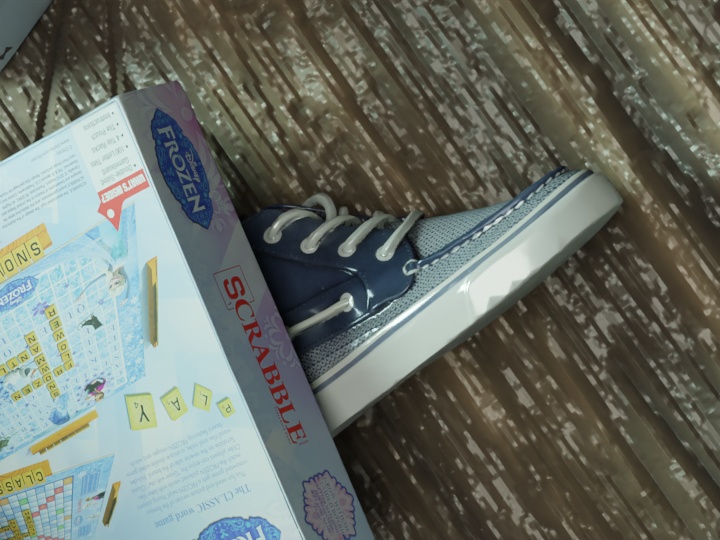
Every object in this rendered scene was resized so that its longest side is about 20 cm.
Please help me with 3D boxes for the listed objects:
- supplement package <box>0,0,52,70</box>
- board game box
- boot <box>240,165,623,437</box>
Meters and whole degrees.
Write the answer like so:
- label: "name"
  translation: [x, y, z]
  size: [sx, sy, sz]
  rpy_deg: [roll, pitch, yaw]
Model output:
- label: "supplement package"
  translation: [-0.175, -0.163, 1.083]
  size: [0.111, 0.200, 0.156]
  rpy_deg: [40, 104, 10]
- label: "board game box"
  translation: [-0.110, 0.054, 1.128]
  size: [0.200, 0.041, 0.200]
  rpy_deg: [-24, 87, 39]
- label: "boot"
  translation: [0.000, 0.000, 1.109]
  size: [0.200, 0.073, 0.090]
  rpy_deg: [-37, 85, 18]
